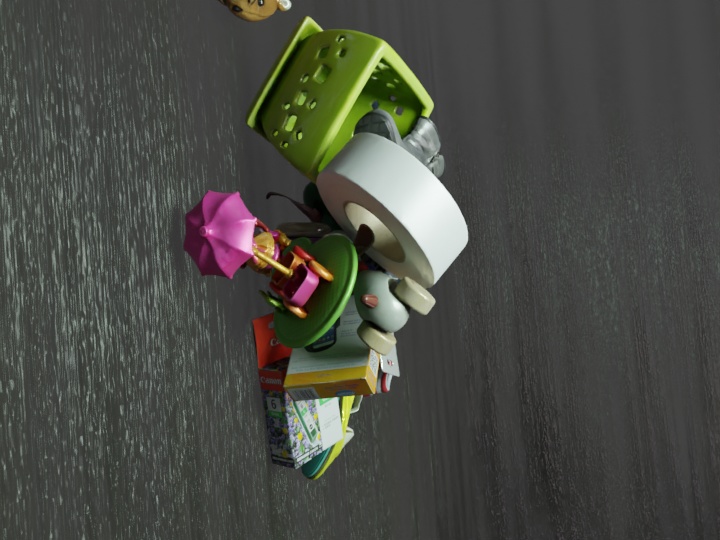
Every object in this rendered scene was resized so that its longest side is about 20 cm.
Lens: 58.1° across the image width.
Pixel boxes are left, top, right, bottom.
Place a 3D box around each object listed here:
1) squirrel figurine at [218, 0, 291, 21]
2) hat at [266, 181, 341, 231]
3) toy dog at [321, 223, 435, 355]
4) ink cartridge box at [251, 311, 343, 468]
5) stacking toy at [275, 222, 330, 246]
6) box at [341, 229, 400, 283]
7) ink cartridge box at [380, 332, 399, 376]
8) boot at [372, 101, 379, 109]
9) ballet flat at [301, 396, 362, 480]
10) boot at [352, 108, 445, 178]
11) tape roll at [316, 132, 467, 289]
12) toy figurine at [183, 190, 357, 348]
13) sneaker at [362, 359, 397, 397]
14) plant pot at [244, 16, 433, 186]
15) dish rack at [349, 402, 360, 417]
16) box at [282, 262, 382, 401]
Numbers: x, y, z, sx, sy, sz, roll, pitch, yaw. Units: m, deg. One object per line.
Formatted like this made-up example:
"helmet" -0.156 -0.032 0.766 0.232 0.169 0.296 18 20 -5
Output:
"squirrel figurine" -0.139 -0.434 0.840 0.202 0.138 0.190 -74 160 -47
"hat" -0.093 -0.116 1.105 0.201 0.171 0.169 115 -28 -52
"toy dog" -0.005 0.013 0.798 0.096 0.197 0.134 32 82 -48
"ink cartridge box" -0.086 0.157 0.910 0.108 0.049 0.206 -17 103 -52
"stacking toy" -0.088 0.031 0.984 0.085 0.083 0.206 -5 96 -74
"box" 0.000 0.000 1.008 0.049 0.201 0.159 21 27 -34
"ink cartridge box" 0.010 0.085 1.129 0.116 0.065 0.205 37 43 -67
"boot" -0.003 -0.287 1.114 0.075 0.095 0.204 45 30 -49
"ballet flat" -0.034 0.227 1.011 0.066 0.066 0.205 21 79 -39
"boot" 0.059 -0.173 0.902 0.133 0.069 0.202 -57 151 -25
"tape roll" 0.038 -0.071 0.814 0.071 0.201 0.204 -47 145 -15
"toy figurine" -0.126 -0.028 0.766 0.183 0.151 0.200 35 5 -33
"sneaker" 0.012 0.134 1.217 0.071 0.109 0.206 5 80 -74
"plant pot" -0.038 -0.227 0.934 0.203 0.180 0.198 -57 151 5
"dish rack" -0.048 0.161 1.109 0.153 0.053 0.206 -23 105 -75
"box" -0.027 0.077 0.878 0.203 0.116 0.042 -78 150 -43
